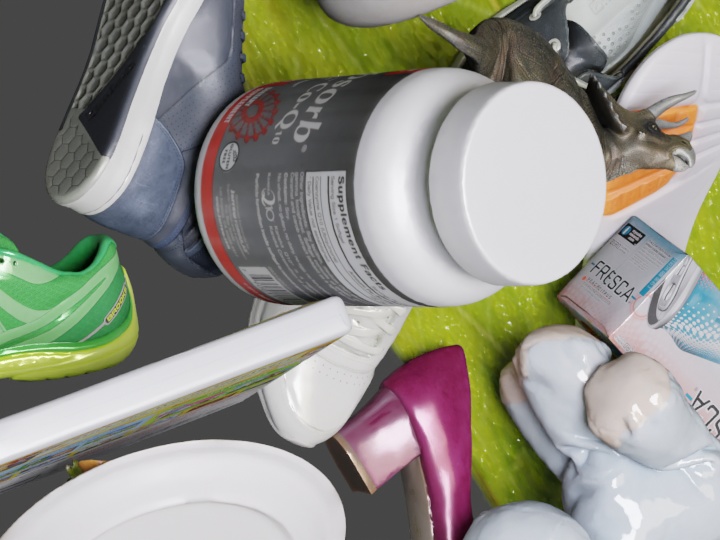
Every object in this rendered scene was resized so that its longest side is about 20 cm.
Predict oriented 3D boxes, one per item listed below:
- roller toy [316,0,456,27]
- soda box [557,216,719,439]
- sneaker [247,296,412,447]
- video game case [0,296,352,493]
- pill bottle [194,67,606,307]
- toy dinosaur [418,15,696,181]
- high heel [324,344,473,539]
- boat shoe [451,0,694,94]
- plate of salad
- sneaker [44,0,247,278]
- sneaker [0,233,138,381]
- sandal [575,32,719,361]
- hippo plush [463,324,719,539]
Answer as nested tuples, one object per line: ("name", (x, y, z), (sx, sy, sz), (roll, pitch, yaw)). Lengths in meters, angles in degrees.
("roller toy", (0.039, -0.218, 1.363), (0.200, 0.182, 0.140), (-39, 110, -23))
("soda box", (0.202, 0.061, 1.513), (0.068, 0.064, 0.200), (-46, 125, -2))
("sneaker", (0.000, 0.000, 1.413), (0.075, 0.099, 0.201), (20, 87, -29))
("video game case", (-0.121, 0.071, 1.316), (0.199, 0.182, 0.023), (-20, 84, -23))
("pill bottle", (0.019, -0.040, 1.281), (0.115, 0.199, 0.117), (0, 90, -40))
("toy dinosaur", (0.087, -0.086, 1.392), (0.200, 0.077, 0.103), (34, 54, -29))
("high heel", (0.065, 0.144, 1.478), (0.096, 0.067, 0.201), (-35, 110, -18))
("boat shoe", (0.120, -0.129, 1.480), (0.076, 0.060, 0.200), (46, 75, -23))
("plate of salad", (-0.105, 0.150, 1.367), (0.199, 0.048, 0.201), (-14, 138, -13))
("sneaker", (-0.071, -0.095, 1.385), (0.146, 0.077, 0.203), (32, 73, -34))
("sneaker", (-0.207, 0.019, 1.329), (0.199, 0.074, 0.084), (-10, 102, -35))
("sandal", (0.155, -0.047, 1.513), (0.079, 0.059, 0.208), (4, 115, -25))
("hippo plush", (0.125, 0.143, 1.454), (0.200, 0.159, 0.161), (42, 76, -29))
